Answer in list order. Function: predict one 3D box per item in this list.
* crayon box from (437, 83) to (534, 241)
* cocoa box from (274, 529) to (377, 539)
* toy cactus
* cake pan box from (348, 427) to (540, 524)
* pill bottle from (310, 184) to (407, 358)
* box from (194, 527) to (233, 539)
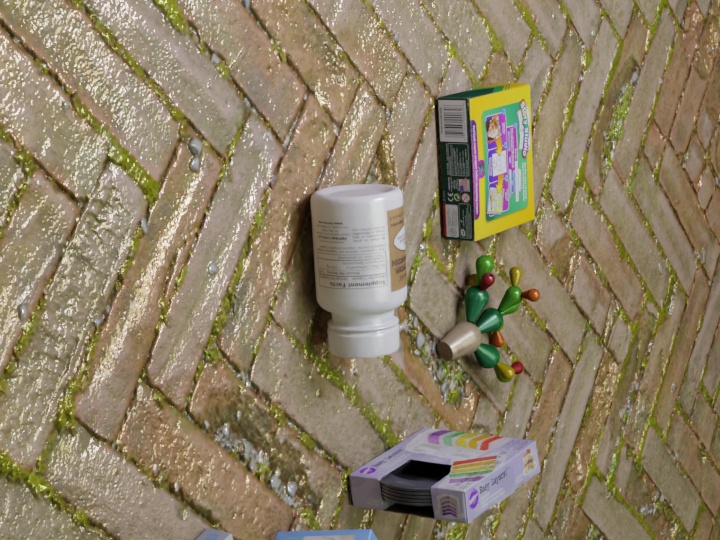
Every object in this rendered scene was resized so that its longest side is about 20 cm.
[{"bbox_3d":[0.180,-0.156,2.085,0.172,0.058,0.201,-20,111,-53],"label":"crayon box"},{"bbox_3d":[-0.042,0.424,1.739,0.200,0.133,0.131,-75,150,-42],"label":"cocoa box"},{"bbox_3d":[0.181,0.086,2.103,0.165,0.102,0.201,-30,127,-38],"label":"toy cactus"},{"bbox_3d":[0.109,0.269,1.935,0.200,0.184,0.053,-23,109,-50],"label":"cake pan box"},{"bbox_3d":[0.000,0.000,1.805,0.114,0.114,0.201,-18,109,-52],"label":"pill bottle"},{"bbox_3d":[-0.181,0.421,1.671,0.156,0.041,0.201,-40,127,-45],"label":"box"}]
